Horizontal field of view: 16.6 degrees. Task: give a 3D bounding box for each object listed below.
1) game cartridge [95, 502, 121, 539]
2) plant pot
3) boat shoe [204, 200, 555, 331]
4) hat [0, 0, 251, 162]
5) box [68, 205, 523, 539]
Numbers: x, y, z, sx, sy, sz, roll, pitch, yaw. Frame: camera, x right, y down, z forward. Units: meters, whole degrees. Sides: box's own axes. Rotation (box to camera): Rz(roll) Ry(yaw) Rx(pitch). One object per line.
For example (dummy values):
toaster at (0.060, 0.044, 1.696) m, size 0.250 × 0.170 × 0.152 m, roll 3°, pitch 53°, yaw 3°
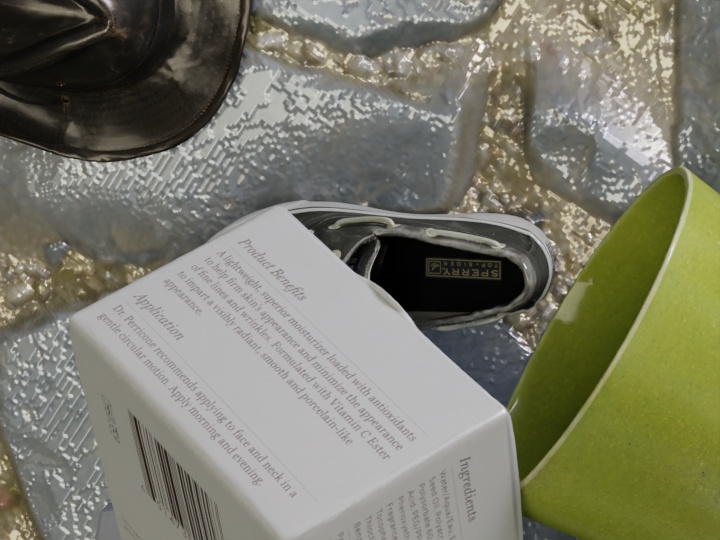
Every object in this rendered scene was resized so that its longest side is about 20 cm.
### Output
game cartridge at (-0.055, 0.196, 1.363) m, size 0.199 × 0.041 × 0.134 m, roll 13°, pitch 107°, yaw 13°
plant pot at (0.193, 0.080, 1.210) m, size 0.199 × 0.187 × 0.188 m, roll 30°, pitch 107°, yaw -6°
boat shoe at (0.000, 0.000, 1.294) m, size 0.199 × 0.064 × 0.071 m, roll -4°, pitch 99°, yaw 17°
hat at (-0.161, -0.146, 1.304) m, size 0.199 × 0.081 × 0.202 m, roll 3°, pitch 100°, yaw 15°
box at (-0.026, 0.113, 1.206) m, size 0.199 × 0.130 × 0.201 m, roll 42°, pitch 151°, yaw 42°
